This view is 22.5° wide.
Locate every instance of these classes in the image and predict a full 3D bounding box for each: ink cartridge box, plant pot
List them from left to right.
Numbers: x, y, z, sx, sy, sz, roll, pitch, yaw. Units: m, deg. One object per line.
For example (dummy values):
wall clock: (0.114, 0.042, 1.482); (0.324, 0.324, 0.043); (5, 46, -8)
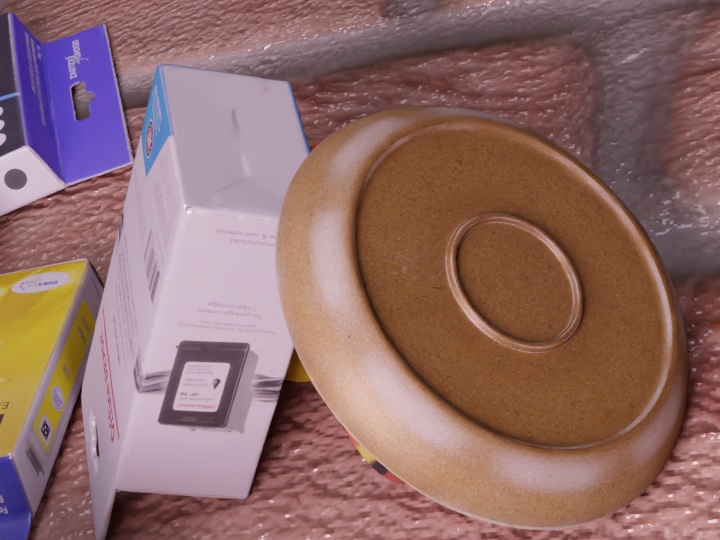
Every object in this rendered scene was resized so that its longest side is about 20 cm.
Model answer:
ink cartridge box: (-0.243, 0.086, 0.931); (0.196, 0.047, 0.201); (-9, 36, 18)
ink cartridge box: (-0.252, -0.093, 1.163); (0.199, 0.044, 0.199); (-22, 36, 0)
ink cartridge box: (-0.077, 0.022, 0.838); (0.066, 0.201, 0.116); (6, 37, -18)
plant pot: (0.060, 0.010, 0.756); (0.027, 0.199, 0.201); (-48, 9, 49)

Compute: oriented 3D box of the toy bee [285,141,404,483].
toy bee: (0.000, 0.000, 0.846); (0.131, 0.109, 0.200); (-44, 26, 11)
